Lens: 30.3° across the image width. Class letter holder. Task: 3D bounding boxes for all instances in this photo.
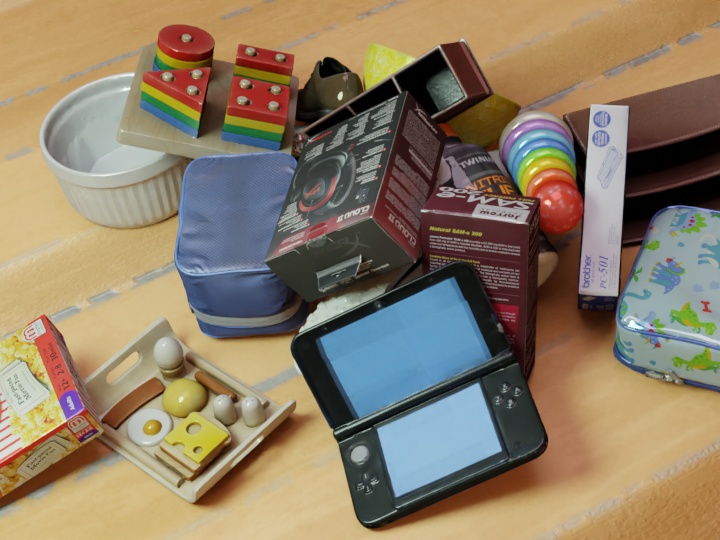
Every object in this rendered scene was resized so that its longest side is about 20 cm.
[{"bbox_3d":[0.347,-0.122,1.509,0.199,0.101,0.143,-15,46,-6],"label":"letter holder"}]

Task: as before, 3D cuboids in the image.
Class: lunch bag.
[{"bbox_3d":[-0.126,-0.029,1.468,0.135,0.133,0.201,-2,50,5],"label":"lunch bag"},{"bbox_3d":[0.356,0.029,1.365,0.160,0.083,0.200,12,48,22],"label":"lunch bag"}]

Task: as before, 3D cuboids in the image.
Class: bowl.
[{"bbox_3d":[0.082,-0.184,1.594,0.199,0.200,0.108,25,97,30],"label":"bowl"}]

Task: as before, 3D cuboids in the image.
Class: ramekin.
[{"bbox_3d":[-0.283,-0.142,1.628,0.199,0.105,0.201,-5,44,5],"label":"ramekin"}]

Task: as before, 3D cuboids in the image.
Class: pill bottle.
[{"bbox_3d":[0.119,-0.063,1.437,0.106,0.106,0.201,-26,68,-17],"label":"pill bottle"}]

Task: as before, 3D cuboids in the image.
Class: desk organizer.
[{"bbox_3d":[0.039,-0.175,1.474,0.199,0.072,0.077,-29,-1,27],"label":"desk organizer"}]

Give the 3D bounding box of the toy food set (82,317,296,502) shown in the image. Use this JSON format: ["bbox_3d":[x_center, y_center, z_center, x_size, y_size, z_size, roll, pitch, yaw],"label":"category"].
[{"bbox_3d":[-0.184,0.136,1.360,0.199,0.061,0.143,28,55,32],"label":"toy food set"}]

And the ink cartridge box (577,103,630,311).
[{"bbox_3d":[0.255,-0.064,1.400,0.044,0.094,0.201,3,79,10],"label":"ink cartridge box"}]

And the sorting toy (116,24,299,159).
[{"bbox_3d":[-0.170,-0.212,1.563,0.197,0.070,0.201,11,37,-7],"label":"sorting toy"}]

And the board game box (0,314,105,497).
[{"bbox_3d":[-0.375,0.156,1.352,0.199,0.046,0.152,-33,47,-4],"label":"board game box"}]

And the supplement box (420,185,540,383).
[{"bbox_3d":[0.119,0.022,1.321,0.108,0.201,0.061,8,32,17],"label":"supplement box"}]

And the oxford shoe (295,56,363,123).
[{"bbox_3d":[-0.037,-0.220,1.643,0.072,0.085,0.200,-1,7,-23],"label":"oxford shoe"}]

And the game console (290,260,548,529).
[{"bbox_3d":[0.053,0.118,1.264,0.199,0.119,0.171,-26,45,9],"label":"game console"}]

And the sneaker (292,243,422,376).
[{"bbox_3d":[0.017,0.045,1.363,0.200,0.081,0.076,-44,39,-10],"label":"sneaker"}]

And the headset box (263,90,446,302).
[{"bbox_3d":[-0.006,-0.067,1.347,0.148,0.075,0.201,-22,38,36],"label":"headset box"}]

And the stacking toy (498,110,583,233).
[{"bbox_3d":[0.196,-0.097,1.413,0.085,0.086,0.200,-5,28,4],"label":"stacking toy"}]

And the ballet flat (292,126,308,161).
[{"bbox_3d":[-0.108,-0.145,1.634,0.199,0.076,0.064,4,77,20],"label":"ballet flat"}]

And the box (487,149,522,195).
[{"bbox_3d":[0.095,-0.084,1.545,0.199,0.049,0.083,-10,44,-1],"label":"box"}]
